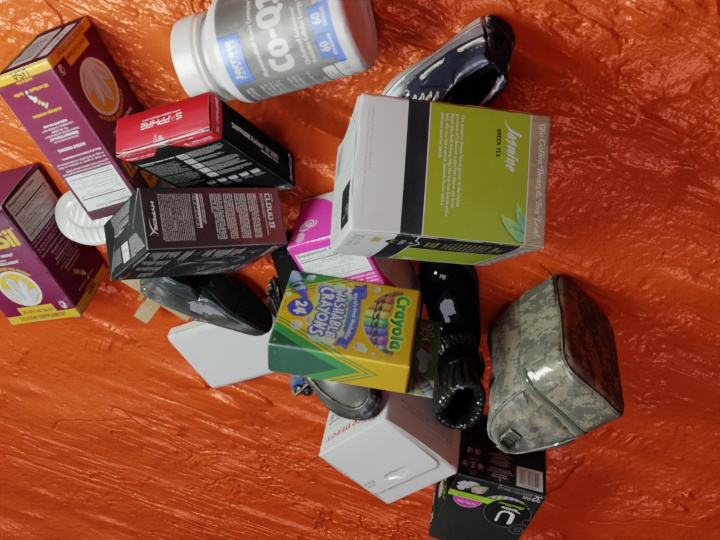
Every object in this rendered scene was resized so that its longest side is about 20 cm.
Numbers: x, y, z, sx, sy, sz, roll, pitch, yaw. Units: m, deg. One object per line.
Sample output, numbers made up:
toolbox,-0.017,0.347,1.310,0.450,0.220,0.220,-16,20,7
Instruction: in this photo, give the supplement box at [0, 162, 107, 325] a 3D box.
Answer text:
supplement box,-0.474,-0.032,1.073,0.129,0.104,0.202,-8,129,20

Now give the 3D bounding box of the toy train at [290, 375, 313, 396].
toy train,-0.047,0.128,1.148,0.045,0.034,0.200,27,122,-29

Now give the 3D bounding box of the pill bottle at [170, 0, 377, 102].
pill bottle,-0.091,-0.243,0.796,0.197,0.115,0.115,-11,129,20

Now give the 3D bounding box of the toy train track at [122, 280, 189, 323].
toy train track,-0.272,0.004,1.113,0.114,0.033,0.200,34,122,-18

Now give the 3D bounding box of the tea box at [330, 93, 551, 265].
tea box,0.075,-0.084,0.806,0.193,0.136,0.200,6,175,-8

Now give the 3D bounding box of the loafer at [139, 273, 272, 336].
loafer,-0.218,0.042,1.082,0.198,0.073,0.072,32,127,-19

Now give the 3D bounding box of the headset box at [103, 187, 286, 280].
headset box,-0.197,-0.045,0.940,0.197,0.079,0.148,-6,170,-35

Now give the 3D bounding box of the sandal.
sandal,-0.320,-0.077,1.033,0.199,0.084,0.050,-5,173,14

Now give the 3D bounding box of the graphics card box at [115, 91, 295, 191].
graphics card box,-0.172,-0.134,0.884,0.123,0.052,0.200,-11,164,20

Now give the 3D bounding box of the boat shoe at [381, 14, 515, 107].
boat shoe,0.080,-0.186,0.823,0.074,0.094,0.199,36,128,-20

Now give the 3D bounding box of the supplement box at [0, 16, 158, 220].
supplement box,-0.324,-0.177,0.906,0.084,0.111,0.202,-12,128,20

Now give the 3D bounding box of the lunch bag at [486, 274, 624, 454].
lunch bag,0.239,0.128,1.002,0.139,0.201,0.167,40,124,-20

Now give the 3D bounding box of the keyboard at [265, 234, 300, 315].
keyboard,-0.088,0.025,1.099,0.102,0.040,0.202,-16,129,-5

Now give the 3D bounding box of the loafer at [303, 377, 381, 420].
loafer,-0.048,0.136,1.034,0.199,0.073,0.072,28,164,48

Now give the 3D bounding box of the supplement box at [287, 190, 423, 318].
supplement box,0.000,0.000,1.001,0.102,0.102,0.201,-13,127,22

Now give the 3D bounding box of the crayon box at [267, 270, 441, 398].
crayon box,-0.001,0.073,0.911,0.196,0.127,0.052,9,133,4

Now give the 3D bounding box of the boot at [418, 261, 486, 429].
boot,0.125,0.093,1.018,0.078,0.159,0.213,-8,130,18

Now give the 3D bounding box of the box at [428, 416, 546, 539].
box,0.208,0.356,1.258,0.146,0.125,0.202,15,134,1

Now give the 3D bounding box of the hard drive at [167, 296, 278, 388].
hard drive,-0.189,0.118,1.198,0.197,0.026,0.133,-17,126,26

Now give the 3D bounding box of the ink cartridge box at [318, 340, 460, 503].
ink cartridge box,0.051,0.199,1.099,0.144,0.202,0.145,38,128,-22
